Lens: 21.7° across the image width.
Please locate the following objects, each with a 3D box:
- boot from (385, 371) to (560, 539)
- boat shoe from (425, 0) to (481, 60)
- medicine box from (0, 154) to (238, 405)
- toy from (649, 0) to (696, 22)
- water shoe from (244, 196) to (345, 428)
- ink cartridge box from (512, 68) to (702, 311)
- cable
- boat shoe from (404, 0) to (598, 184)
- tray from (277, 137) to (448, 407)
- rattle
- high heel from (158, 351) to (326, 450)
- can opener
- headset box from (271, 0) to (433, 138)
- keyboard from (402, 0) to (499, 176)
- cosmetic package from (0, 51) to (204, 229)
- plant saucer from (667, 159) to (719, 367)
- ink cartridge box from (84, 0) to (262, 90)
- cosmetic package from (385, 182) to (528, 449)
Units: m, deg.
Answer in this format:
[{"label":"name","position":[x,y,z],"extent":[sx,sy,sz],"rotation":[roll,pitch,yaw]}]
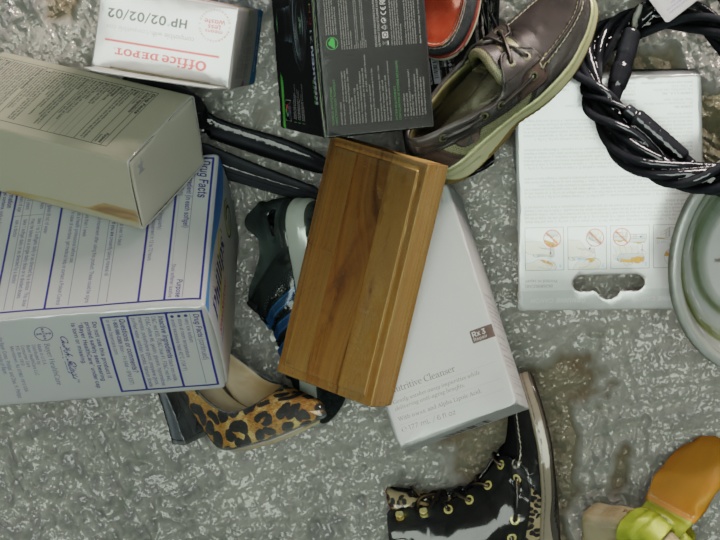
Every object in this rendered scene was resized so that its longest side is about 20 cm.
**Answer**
[{"label":"boot","position":[0.096,0.193,1.632],"extent":[0.149,0.073,0.202],"rotation":[-5,103,5]},{"label":"boat shoe","position":[0.066,-0.278,1.556],"extent":[0.070,0.063,0.202],"rotation":[4,88,11]},{"label":"medicine box","position":[-0.209,0.006,1.560],"extent":[0.198,0.183,0.104],"rotation":[-4,135,4]},{"label":"toy","position":[0.238,-0.317,1.562],"extent":[0.115,0.047,0.201],"rotation":[-37,87,1]},{"label":"water shoe","position":[-0.055,0.035,1.632],"extent":[0.078,0.071,0.202],"rotation":[2,100,32]},{"label":"ink cartridge box","position":[0.211,-0.070,1.603],"extent":[0.160,0.050,0.202],"rotation":[-1,102,3]},{"label":"cable","position":[0.263,-0.144,1.523],"extent":[0.162,0.051,0.201],"rotation":[-18,63,-6]},{"label":"boat shoe","position":[0.116,-0.160,1.531],"extent":[0.201,0.065,0.073],"rotation":[-51,51,0]},{"label":"tray","position":[0.000,0.000,1.532],"extent":[0.098,0.037,0.202],"rotation":[18,98,31]},{"label":"rattle","position":[0.279,0.269,1.648],"extent":[0.129,0.143,0.201],"rotation":[-10,115,37]},{"label":"high heel","position":[-0.116,0.076,1.591],"extent":[0.199,0.071,0.144],"rotation":[-6,104,43]},{"label":"can opener","position":[-0.122,-0.108,1.611],"extent":[0.198,0.079,0.064],"rotation":[26,91,-9]},{"label":"headset box","position":[-0.013,-0.202,1.526],"extent":[0.092,0.200,0.176],"rotation":[-6,98,-12]},{"label":"keyboard","position":[0.080,-0.178,1.602],"extent":[0.103,0.040,0.202],"rotation":[-8,88,12]},{"label":"cosmetic package","position":[-0.240,-0.110,1.556],"extent":[0.198,0.105,0.072],"rotation":[16,134,26]},{"label":"plant saucer","position":[0.335,-0.013,1.576],"extent":[0.198,0.050,0.203],"rotation":[-4,101,-23]},{"label":"ink cartridge box","position":[-0.149,-0.190,1.530],"extent":[0.114,0.200,0.069],"rotation":[9,98,2]},{"label":"cosmetic package","position":[0.058,0.038,1.579],"extent":[0.112,0.081,0.202],"rotation":[-21,80,9]}]
